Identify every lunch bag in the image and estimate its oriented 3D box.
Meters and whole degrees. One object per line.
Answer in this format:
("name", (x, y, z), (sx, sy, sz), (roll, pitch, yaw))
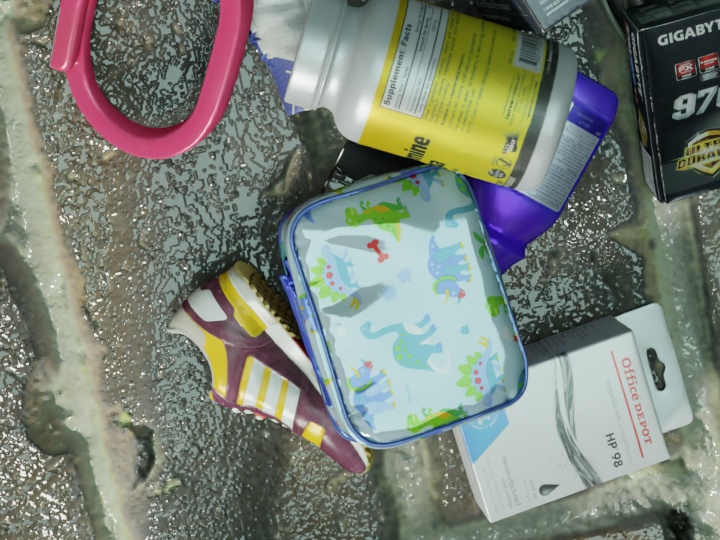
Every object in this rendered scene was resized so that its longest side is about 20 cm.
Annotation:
("lunch bag", (0.028, 0.026, 1.489), (0.160, 0.082, 0.201), (-19, 92, -10))

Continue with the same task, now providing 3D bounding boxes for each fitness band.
("fitness band", (-0.157, -0.180, 1.485), (0.143, 0.037, 0.201), (22, 120, 7))

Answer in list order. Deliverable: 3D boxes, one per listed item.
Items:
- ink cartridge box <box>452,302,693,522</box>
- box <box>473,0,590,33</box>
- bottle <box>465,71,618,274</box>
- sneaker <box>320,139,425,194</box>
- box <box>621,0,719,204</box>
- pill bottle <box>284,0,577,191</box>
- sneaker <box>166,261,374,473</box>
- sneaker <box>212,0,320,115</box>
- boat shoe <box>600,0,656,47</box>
("ink cartridge box", (0.176, 0.113, 1.605), (0.199, 0.067, 0.117), (-19, 101, -4))
("box", (0.108, -0.282, 1.460), (0.104, 0.200, 0.183), (-33, 101, -2))
("bottle", (0.127, -0.070, 1.567), (0.083, 0.065, 0.201), (27, 95, -11))
("sneaker", (0.000, 0.000, 1.566), (0.106, 0.075, 0.201), (20, 87, -6))
("box", (0.316, -0.155, 1.564), (0.199, 0.046, 0.160), (-16, 121, -5))
("pill bottle", (0.050, -0.136, 1.438), (0.199, 0.112, 0.113), (16, 97, -3))
("sneaker", (-0.070, 0.093, 1.573), (0.090, 0.075, 0.200), (-35, 98, 10))
("sneaker", (-0.086, -0.216, 1.514), (0.114, 0.081, 0.201), (-9, 94, -2))
("boat shoe", (0.221, -0.254, 1.549), (0.071, 0.068, 0.201), (-16, 105, -6))
